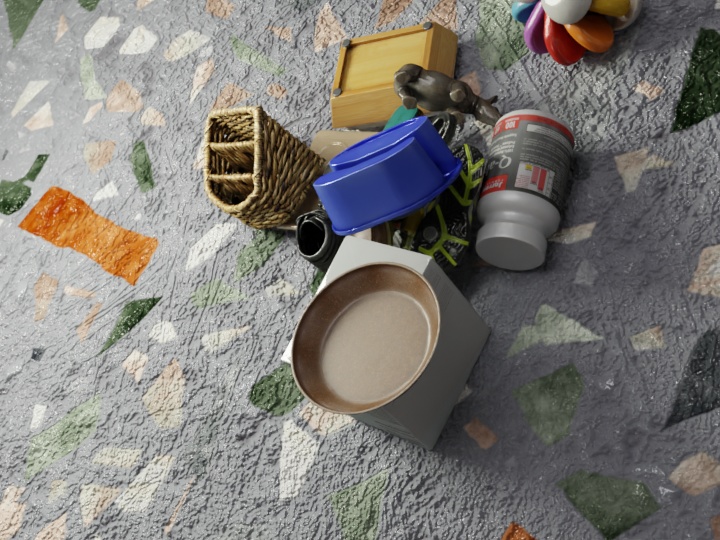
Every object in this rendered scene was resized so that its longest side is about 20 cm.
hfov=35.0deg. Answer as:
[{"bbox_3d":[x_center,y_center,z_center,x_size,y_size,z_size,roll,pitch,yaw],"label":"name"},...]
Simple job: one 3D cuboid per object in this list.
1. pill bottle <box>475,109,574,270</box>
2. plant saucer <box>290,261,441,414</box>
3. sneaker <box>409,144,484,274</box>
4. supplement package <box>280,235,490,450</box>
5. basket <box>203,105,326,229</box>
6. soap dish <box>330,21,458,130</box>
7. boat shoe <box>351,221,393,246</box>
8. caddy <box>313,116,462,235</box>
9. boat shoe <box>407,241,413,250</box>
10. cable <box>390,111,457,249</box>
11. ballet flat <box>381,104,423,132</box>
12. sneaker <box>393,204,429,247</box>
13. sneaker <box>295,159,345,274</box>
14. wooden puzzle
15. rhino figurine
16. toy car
[{"bbox_3d":[0.223,-0.110,1.566,0.116,0.116,0.201,-1,61,31],"label":"pill bottle"},{"bbox_3d":[0.011,0.085,1.361,0.200,0.037,0.201,-15,55,23],"label":"plant saucer"},{"bbox_3d":[0.125,-0.071,1.565,0.075,0.076,0.201,22,88,10],"label":"sneaker"},{"bbox_3d":[0.038,0.095,1.495,0.147,0.200,0.192,16,70,38],"label":"supplement package"},{"bbox_3d":[-0.181,-0.158,1.785,0.200,0.149,0.143,10,67,58],"label":"basket"},{"bbox_3d":[0.049,-0.311,1.814,0.199,0.081,0.158,-6,54,25],"label":"soap dish"},{"bbox_3d":[0.000,0.000,1.600,0.072,0.067,0.201,22,110,56],"label":"boat shoe"},{"bbox_3d":[0.038,-0.115,1.502,0.200,0.105,0.141,-20,21,31],"label":"caddy"},{"bbox_3d":[0.125,-0.055,1.627,0.066,0.072,0.200,29,63,10],"label":"boat shoe"},{"bbox_3d":[0.084,-0.129,1.612,0.200,0.050,0.097,-63,26,4],"label":"cable"},{"bbox_3d":[0.034,-0.161,1.686,0.068,0.072,0.200,14,53,36],"label":"ballet flat"},{"bbox_3d":[0.081,-0.102,1.680,0.078,0.079,0.201,25,95,25],"label":"sneaker"},{"bbox_3d":[-0.046,-0.086,1.659,0.071,0.099,0.201,-15,64,29],"label":"sneaker"},{"bbox_3d":[-0.019,-0.133,1.779,0.185,0.046,0.200,7,61,34],"label":"wooden puzzle"},{"bbox_3d":[0.137,-0.254,1.689,0.088,0.199,0.060,-96,26,-66],"label":"rhino figurine"},{"bbox_3d":[0.301,-0.385,1.687,0.200,0.175,0.150,41,123,41],"label":"toy car"}]
